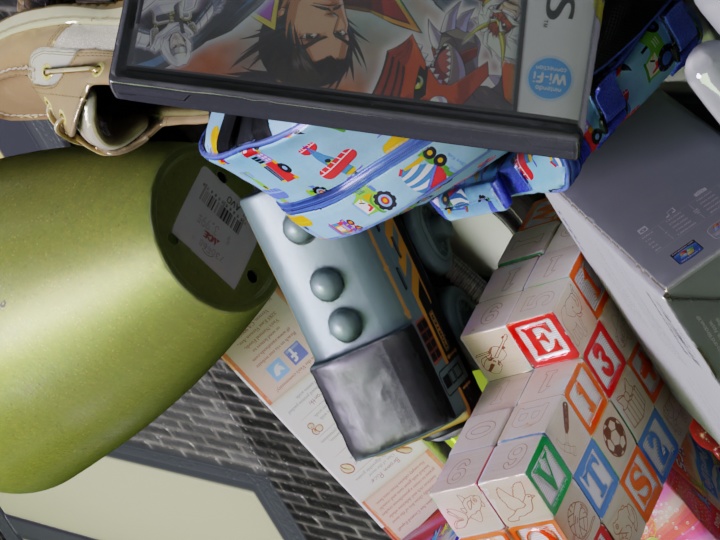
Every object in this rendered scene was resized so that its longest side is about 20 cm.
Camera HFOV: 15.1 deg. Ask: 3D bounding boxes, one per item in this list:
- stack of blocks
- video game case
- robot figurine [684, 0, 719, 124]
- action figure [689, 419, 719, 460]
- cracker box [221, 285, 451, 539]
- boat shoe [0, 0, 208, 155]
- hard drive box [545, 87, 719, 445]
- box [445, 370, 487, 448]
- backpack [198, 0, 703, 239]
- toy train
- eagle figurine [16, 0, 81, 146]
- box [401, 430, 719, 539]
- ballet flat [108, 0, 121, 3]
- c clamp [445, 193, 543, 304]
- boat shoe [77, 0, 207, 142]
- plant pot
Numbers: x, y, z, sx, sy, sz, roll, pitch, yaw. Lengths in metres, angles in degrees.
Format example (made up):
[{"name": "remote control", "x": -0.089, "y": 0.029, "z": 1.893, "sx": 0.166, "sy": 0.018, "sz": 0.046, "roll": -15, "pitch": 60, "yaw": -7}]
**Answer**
[{"name": "stack of blocks", "x": 0.104, "y": 0.061, "z": 1.349, "sx": 0.058, "sy": 0.200, "sz": 0.115, "roll": -16, "pitch": 119, "yaw": 37}, {"name": "video game case", "x": 0.007, "y": -0.147, "z": 1.151, "sx": 0.199, "sy": 0.181, "sz": 0.026, "roll": 8, "pitch": 164, "yaw": 6}, {"name": "robot figurine", "x": 0.212, "y": -0.100, "z": 1.087, "sx": 0.169, "sy": 0.113, "sz": 0.200, "roll": -34, "pitch": 101, "yaw": 31}, {"name": "action figure", "x": 0.229, "y": 0.097, "z": 1.363, "sx": 0.099, "sy": 0.065, "sz": 0.200, "roll": 34, "pitch": -176, "yaw": -21}, {"name": "cracker box", "x": -0.014, "y": 0.073, "z": 1.616, "sx": 0.200, "sy": 0.058, "sz": 0.134, "roll": 47, "pitch": -175, "yaw": -8}, {"name": "boat shoe", "x": -0.126, "y": -0.093, "z": 1.359, "sx": 0.200, "sy": 0.067, "sz": 0.074, "roll": -8, "pitch": 157, "yaw": 42}, {"name": "hard drive box", "x": 0.172, "y": 0.018, "z": 1.250, "sx": 0.156, "sy": 0.077, "sz": 0.200, "roll": 56, "pitch": 179, "yaw": -22}, {"name": "box", "x": 0.005, "y": 0.019, "z": 1.551, "sx": 0.200, "sy": 0.048, "sz": 0.122, "roll": 47, "pitch": 179, "yaw": -7}, {"name": "backpack", "x": 0.033, "y": -0.088, "z": 1.250, "sx": 0.135, "sy": 0.200, "sz": 0.182, "roll": 53, "pitch": 150, "yaw": -16}, {"name": "toy train", "x": 0.000, "y": 0.000, "z": 1.361, "sx": 0.085, "sy": 0.114, "sz": 0.201, "roll": -22, "pitch": 96, "yaw": 19}, {"name": "eagle figurine", "x": -0.175, "y": -0.175, "z": 1.471, "sx": 0.150, "sy": 0.152, "sz": 0.200, "roll": 20, "pitch": 132, "yaw": -19}, {"name": "box", "x": 0.106, "y": 0.160, "z": 1.496, "sx": 0.200, "sy": 0.095, "sz": 0.103, "roll": -38, "pitch": 100, "yaw": 23}, {"name": "ballet flat", "x": -0.095, "y": -0.153, "z": 1.360, "sx": 0.069, "sy": 0.070, "sz": 0.200, "roll": 39, "pitch": 171, "yaw": 10}, {"name": "c clamp", "x": 0.044, "y": -0.022, "z": 1.509, "sx": 0.200, "sy": 0.027, "sz": 0.171, "roll": 45, "pitch": 151, "yaw": 0}, {"name": "boat shoe", "x": -0.139, "y": -0.108, "z": 1.586, "sx": 0.200, "sy": 0.073, "sz": 0.075, "roll": 13, "pitch": 139, "yaw": 45}, {"name": "plant pot", "x": -0.140, "y": 0.005, "z": 1.468, "sx": 0.200, "sy": 0.187, "sz": 0.187, "roll": -24, "pitch": 110, "yaw": 43}]
